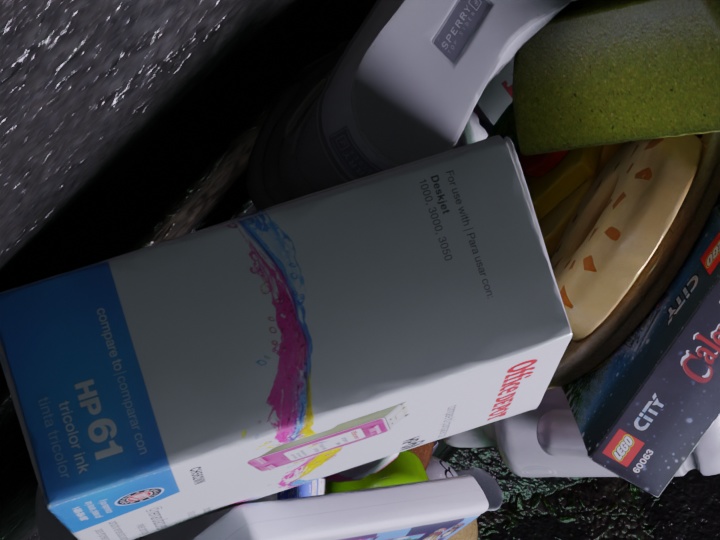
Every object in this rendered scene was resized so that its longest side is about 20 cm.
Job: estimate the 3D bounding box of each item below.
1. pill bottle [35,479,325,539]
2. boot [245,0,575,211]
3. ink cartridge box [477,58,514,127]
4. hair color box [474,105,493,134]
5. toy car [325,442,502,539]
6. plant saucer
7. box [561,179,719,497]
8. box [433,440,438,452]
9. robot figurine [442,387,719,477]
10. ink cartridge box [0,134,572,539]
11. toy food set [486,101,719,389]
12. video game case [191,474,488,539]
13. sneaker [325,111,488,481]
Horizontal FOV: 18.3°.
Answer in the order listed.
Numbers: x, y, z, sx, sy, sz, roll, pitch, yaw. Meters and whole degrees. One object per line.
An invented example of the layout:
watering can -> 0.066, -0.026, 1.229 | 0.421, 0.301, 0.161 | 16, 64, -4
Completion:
pill bottle -> -0.087, 0.106, 1.076 | 0.112, 0.112, 0.200 | -49, 172, 5
boot -> 0.023, -0.099, 0.914 | 0.095, 0.074, 0.200 | -21, -155, 52
ink cartridge box -> 0.168, -0.104, 1.121 | 0.200, 0.146, 0.083 | -36, -167, 12
hair color box -> 0.146, -0.048, 1.280 | 0.099, 0.200, 0.061 | -50, -153, -1
toy car -> 0.026, 0.129, 1.275 | 0.199, 0.165, 0.158 | 21, 119, -33
plant saucer -> 0.151, -0.144, 0.921 | 0.200, 0.048, 0.200 | -56, -159, -17
box -> 0.155, -0.018, 0.953 | 0.200, 0.038, 0.137 | -56, -164, 16
box -> -0.064, 0.160, 1.427 | 0.200, 0.115, 0.132 | -43, 171, -33
robot figurine -> 0.140, 0.053, 1.195 | 0.170, 0.199, 0.113 | -67, 152, -59
ink cartridge box -> -0.028, 0.032, 0.850 | 0.199, 0.085, 0.145 | -19, 168, -5
toy food set -> 0.097, -0.029, 0.992 | 0.198, 0.049, 0.201 | -43, -156, 48
video game case -> -0.057, 0.152, 1.006 | 0.182, 0.023, 0.200 | -38, 160, 25
sneaker -> 0.000, 0.000, 1.070 | 0.088, 0.081, 0.201 | 35, 66, -68
